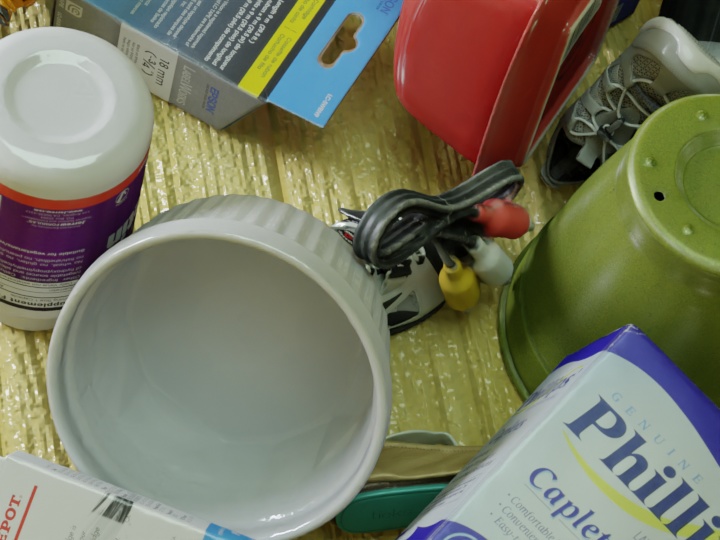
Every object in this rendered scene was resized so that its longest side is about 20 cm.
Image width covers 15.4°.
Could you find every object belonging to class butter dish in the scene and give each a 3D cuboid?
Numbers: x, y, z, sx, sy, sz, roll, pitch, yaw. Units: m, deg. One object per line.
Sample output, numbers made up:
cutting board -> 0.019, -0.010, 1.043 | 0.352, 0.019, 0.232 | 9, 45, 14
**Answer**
butter dish -> 0.080, -0.176, 1.698 | 0.147, 0.200, 0.200 | 29, 49, 9

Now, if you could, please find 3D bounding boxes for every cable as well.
cable -> 0.060, -0.026, 1.602 | 0.050, 0.200, 0.097 | 37, 96, 17

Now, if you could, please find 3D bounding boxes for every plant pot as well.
plant pot -> 0.202, -0.003, 1.634 | 0.199, 0.193, 0.201 | 5, 59, -9

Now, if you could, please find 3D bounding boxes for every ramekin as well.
ramekin -> -0.074, 0.051, 1.546 | 0.199, 0.201, 0.105 | 21, 24, 1

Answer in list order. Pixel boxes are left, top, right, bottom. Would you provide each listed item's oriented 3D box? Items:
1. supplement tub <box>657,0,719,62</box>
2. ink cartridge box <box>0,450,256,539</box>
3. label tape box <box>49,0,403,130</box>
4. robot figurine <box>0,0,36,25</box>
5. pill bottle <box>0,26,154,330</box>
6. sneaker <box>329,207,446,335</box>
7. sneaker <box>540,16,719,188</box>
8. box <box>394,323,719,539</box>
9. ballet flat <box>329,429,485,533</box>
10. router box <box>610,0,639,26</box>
supplement tub -> 0.266, -0.186, 1.776 | 0.122, 0.123, 0.201 | 18, 73, -1
ink cartridge box -> -0.162, 0.175, 1.498 | 0.199, 0.068, 0.117 | 21, 89, 0
label tape box -> -0.083, -0.171, 1.750 | 0.199, 0.063, 0.144 | 30, 58, 6
robot figurine -> -0.233, -0.242, 1.734 | 0.144, 0.058, 0.201 | -21, 47, 25
pill bottle -> -0.186, -0.047, 1.574 | 0.112, 0.200, 0.113 | 5, 59, -9
sneaker -> 0.000, 0.000, 1.654 | 0.200, 0.089, 0.074 | -32, 69, -28
sneaker -> 0.173, -0.094, 1.688 | 0.075, 0.200, 0.082 | 44, 70, 2
box -> 0.139, 0.166, 1.517 | 0.184, 0.105, 0.200 | 45, 68, -1
ballet flat -> 0.072, 0.121, 1.611 | 0.199, 0.069, 0.063 | 2, 44, -12
router box -> 0.142, -0.286, 1.785 | 0.049, 0.200, 0.180 | -30, 69, -31
